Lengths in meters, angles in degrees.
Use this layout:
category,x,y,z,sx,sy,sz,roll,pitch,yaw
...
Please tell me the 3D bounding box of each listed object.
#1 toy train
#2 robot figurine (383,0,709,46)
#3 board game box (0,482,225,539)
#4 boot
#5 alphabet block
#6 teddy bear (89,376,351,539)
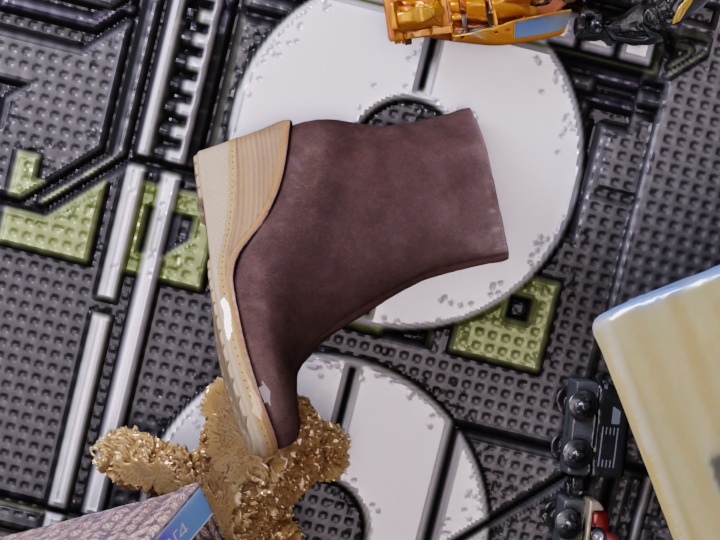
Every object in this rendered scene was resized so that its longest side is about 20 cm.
category,x,y,z,sx,sy,sz,roll,pitch,yaw
toy train,0.127,0.161,1.477,0.046,0.034,0.201,5,96,-14
robot figurine,0.106,-0.188,1.422,0.199,0.058,0.146,-10,98,0
board game box,-0.130,0.240,1.404,0.159,0.097,0.201,-17,106,28
boot,0.000,0.000,1.399,0.166,0.072,0.201,-7,61,-4
alphabet block,0.259,0.078,1.360,0.196,0.195,0.201,-22,88,18
teddy bear,-0.089,0.146,1.460,0.145,0.067,0.201,16,102,6
